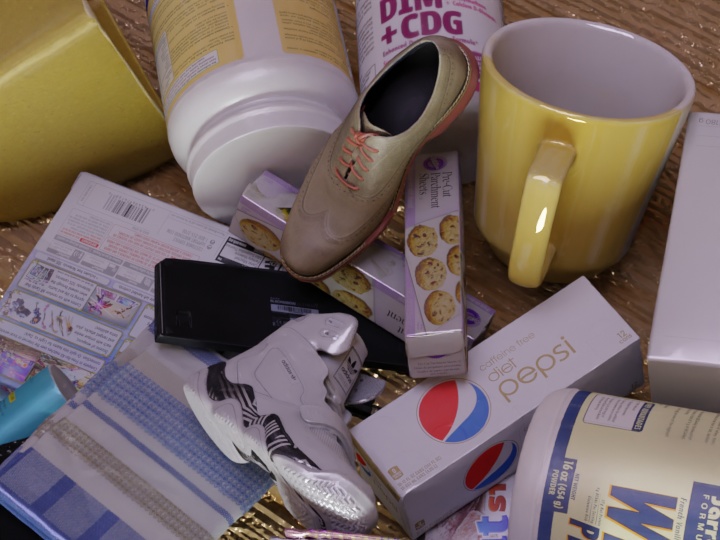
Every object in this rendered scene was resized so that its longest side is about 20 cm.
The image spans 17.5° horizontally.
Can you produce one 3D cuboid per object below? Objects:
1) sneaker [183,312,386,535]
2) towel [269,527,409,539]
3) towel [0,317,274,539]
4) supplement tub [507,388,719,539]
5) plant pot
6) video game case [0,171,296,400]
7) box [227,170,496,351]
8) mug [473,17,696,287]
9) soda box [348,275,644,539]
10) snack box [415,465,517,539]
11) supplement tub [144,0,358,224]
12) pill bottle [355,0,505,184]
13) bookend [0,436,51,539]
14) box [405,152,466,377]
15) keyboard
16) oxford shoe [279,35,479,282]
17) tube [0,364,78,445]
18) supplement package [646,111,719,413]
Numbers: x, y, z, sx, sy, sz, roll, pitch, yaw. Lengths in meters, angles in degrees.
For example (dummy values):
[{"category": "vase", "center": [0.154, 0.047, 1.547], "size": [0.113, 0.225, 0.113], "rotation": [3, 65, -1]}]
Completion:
[{"category": "sneaker", "center": [-0.024, 0.093, 1.522], "size": [0.115, 0.075, 0.200], "rotation": [-37, 38, -16]}, {"category": "towel", "center": [0.046, 0.204, 1.479], "size": [0.199, 0.144, 0.023], "rotation": [6, 64, 13]}, {"category": "towel", "center": [-0.140, 0.128, 1.581], "size": [0.147, 0.024, 0.200], "rotation": [35, 51, 13]}, {"category": "supplement tub", "center": [0.205, 0.160, 1.503], "size": [0.199, 0.145, 0.146], "rotation": [9, 60, 17]}, {"category": "plant pot", "center": [-0.282, -0.150, 1.777], "size": [0.200, 0.196, 0.195], "rotation": [-32, 57, 1]}, {"category": "video game case", "center": [-0.162, 0.039, 1.710], "size": [0.199, 0.046, 0.182], "rotation": [21, 64, 21]}, {"category": "box", "center": [0.000, 0.000, 1.670], "size": [0.200, 0.042, 0.039], "rotation": [32, 44, 8]}, {"category": "mug", "center": [0.132, -0.072, 1.635], "size": [0.186, 0.154, 0.149], "rotation": [-20, 43, -39]}, {"category": "soda box", "center": [0.094, 0.093, 1.588], "size": [0.200, 0.064, 0.068], "rotation": [-33, 57, -12]}, {"category": "snack box", "center": [0.074, 0.189, 1.583], "size": [0.072, 0.024, 0.201], "rotation": [-2, 58, 8]}, {"category": "supplement tub", "center": [-0.080, -0.148, 1.753], "size": [0.145, 0.146, 0.201], "rotation": [-14, 57, 2]}, {"category": "pill bottle", "center": [0.054, -0.173, 1.761], "size": [0.113, 0.114, 0.201], "rotation": [-8, 57, 6]}, {"category": "bookend", "center": [-0.244, 0.226, 1.547], "size": [0.198, 0.092, 0.200], "rotation": [-15, 54, -23]}, {"category": "box", "center": [0.051, -0.007, 1.617], "size": [0.041, 0.039, 0.200], "rotation": [-4, 39, 5]}, {"category": "keyboard", "center": [-0.047, 0.052, 1.646], "size": [0.199, 0.021, 0.127], "rotation": [7, 48, -14]}, {"category": "oxford shoe", "center": [0.001, -0.082, 1.609], "size": [0.070, 0.075, 0.200], "rotation": [35, 96, 18]}, {"category": "tube", "center": [-0.282, 0.142, 1.637], "size": [0.200, 0.077, 0.050], "rotation": [-35, 88, 3]}, {"category": "supplement package", "center": [0.270, 0.010, 1.599], "size": [0.121, 0.120, 0.201], "rotation": [6, 60, 14]}]
